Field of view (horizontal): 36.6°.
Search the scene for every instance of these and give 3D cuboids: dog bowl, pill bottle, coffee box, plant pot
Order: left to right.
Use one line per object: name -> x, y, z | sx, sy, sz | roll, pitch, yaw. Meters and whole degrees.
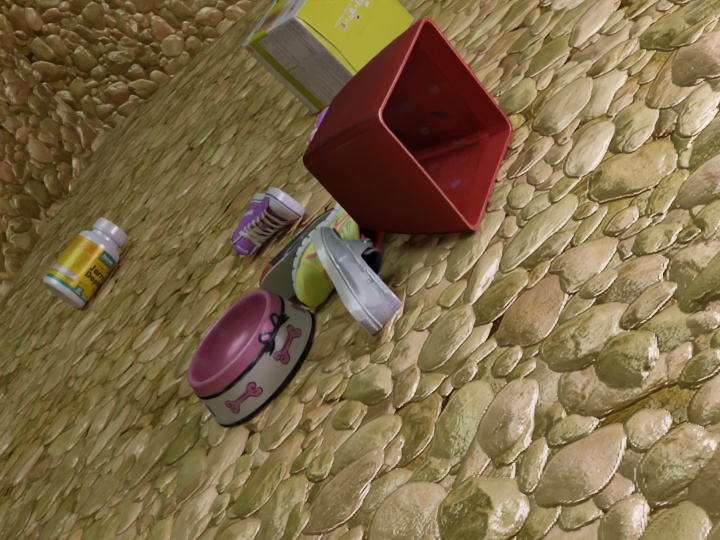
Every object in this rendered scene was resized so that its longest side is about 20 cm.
pill bottle -> -0.631, -0.020, 2.520 | 0.200, 0.113, 0.113 | -56, 24, -18
dog bowl -> -0.158, 0.112, 1.498 | 0.200, 0.074, 0.200 | -39, 24, 20
coffee box -> -0.061, -0.455, 2.078 | 0.198, 0.200, 0.200 | -12, 42, 55
plant pot -> 0.048, -0.162, 1.379 | 0.176, 0.200, 0.200 | -16, 38, 41

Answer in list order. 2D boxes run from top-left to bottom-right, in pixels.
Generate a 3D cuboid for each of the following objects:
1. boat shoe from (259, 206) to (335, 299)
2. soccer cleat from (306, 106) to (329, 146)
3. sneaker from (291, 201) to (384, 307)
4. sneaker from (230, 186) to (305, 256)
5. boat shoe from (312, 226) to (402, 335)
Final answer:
boat shoe -> -0.066, -0.030, 1.573 | 0.200, 0.071, 0.063 | -41, 11, 8
soccer cleat -> -0.043, -0.237, 1.877 | 0.076, 0.067, 0.200 | -34, 23, 20
sneaker -> -0.019, -0.031, 1.485 | 0.090, 0.078, 0.200 | 35, 95, 45
sneaker -> -0.159, -0.072, 1.818 | 0.114, 0.073, 0.200 | -57, 14, -13
boat shoe -> 0.000, 0.000, 1.381 | 0.071, 0.070, 0.201 | -36, 42, 5
